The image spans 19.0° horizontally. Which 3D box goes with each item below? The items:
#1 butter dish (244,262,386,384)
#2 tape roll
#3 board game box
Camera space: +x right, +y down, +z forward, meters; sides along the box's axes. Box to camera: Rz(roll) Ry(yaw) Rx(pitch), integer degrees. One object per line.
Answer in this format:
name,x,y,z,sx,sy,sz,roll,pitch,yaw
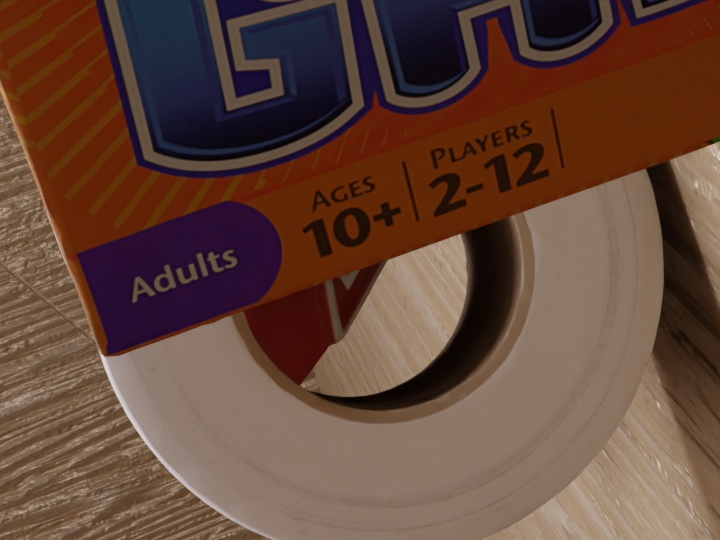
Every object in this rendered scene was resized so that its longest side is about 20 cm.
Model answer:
butter dish,-0.047,-0.068,1.002,0.147,0.200,0.200,25,164,11
tape roll,0.000,0.000,0.806,0.139,0.202,0.204,172,79,-85
board game box,-0.009,-0.142,0.488,0.200,0.199,0.200,-118,10,-55
